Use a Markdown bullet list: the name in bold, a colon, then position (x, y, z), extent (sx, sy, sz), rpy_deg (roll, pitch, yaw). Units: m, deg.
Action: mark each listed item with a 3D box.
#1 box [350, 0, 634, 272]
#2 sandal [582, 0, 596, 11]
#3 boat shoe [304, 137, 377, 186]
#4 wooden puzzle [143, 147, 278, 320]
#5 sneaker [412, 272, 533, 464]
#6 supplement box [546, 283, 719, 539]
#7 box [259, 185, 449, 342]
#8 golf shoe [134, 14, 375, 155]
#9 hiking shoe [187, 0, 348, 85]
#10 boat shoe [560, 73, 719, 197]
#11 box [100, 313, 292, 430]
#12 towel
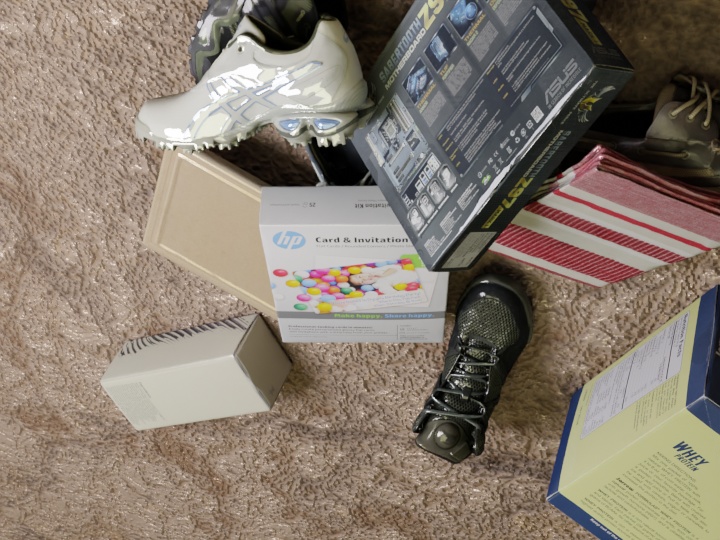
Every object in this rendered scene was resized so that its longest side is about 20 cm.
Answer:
- **box**: position (0.079, -0.123, 0.749), extent (0.201, 0.050, 0.159), rpy_deg (-53, 55, 36)
- **sandal**: position (0.109, -0.148, 0.785), extent (0.200, 0.042, 0.077), rpy_deg (-44, 60, 39)
- **boat shoe**: position (-0.004, -0.086, 0.888), extent (0.074, 0.062, 0.202), rpy_deg (-6, 126, 23)
- **wooden puzzle**: position (-0.108, -0.034, 0.987), extent (0.183, 0.038, 0.201), rpy_deg (29, 147, 0)
- **sneaker**: position (0.102, 0.100, 0.965), extent (0.075, 0.115, 0.201), rpy_deg (20, 132, 4)
- **supplement box**: position (0.305, 0.161, 0.905), extent (0.199, 0.135, 0.200), rpy_deg (35, 134, -7)
- **box**: position (0.000, 0.000, 0.906), extent (0.153, 0.042, 0.201), rpy_deg (0, 148, 1)
- **golf shoe**: position (-0.087, -0.144, 0.798), extent (0.197, 0.078, 0.099), rpy_deg (-3, 115, 20)
- **hiking shoe**: position (-0.064, -0.194, 0.814), extent (0.100, 0.076, 0.201), rpy_deg (33, 133, -1)
- **boat shoe**: position (0.232, -0.097, 0.763), extent (0.197, 0.075, 0.074), rpy_deg (-9, 125, 29)
- **box**: position (-0.177, 0.111, 1.132), extent (0.197, 0.069, 0.083), rpy_deg (-12, 123, 31)
- **towel**: position (0.183, -0.033, 0.803), extent (0.142, 0.023, 0.200), rpy_deg (19, 161, -18)
